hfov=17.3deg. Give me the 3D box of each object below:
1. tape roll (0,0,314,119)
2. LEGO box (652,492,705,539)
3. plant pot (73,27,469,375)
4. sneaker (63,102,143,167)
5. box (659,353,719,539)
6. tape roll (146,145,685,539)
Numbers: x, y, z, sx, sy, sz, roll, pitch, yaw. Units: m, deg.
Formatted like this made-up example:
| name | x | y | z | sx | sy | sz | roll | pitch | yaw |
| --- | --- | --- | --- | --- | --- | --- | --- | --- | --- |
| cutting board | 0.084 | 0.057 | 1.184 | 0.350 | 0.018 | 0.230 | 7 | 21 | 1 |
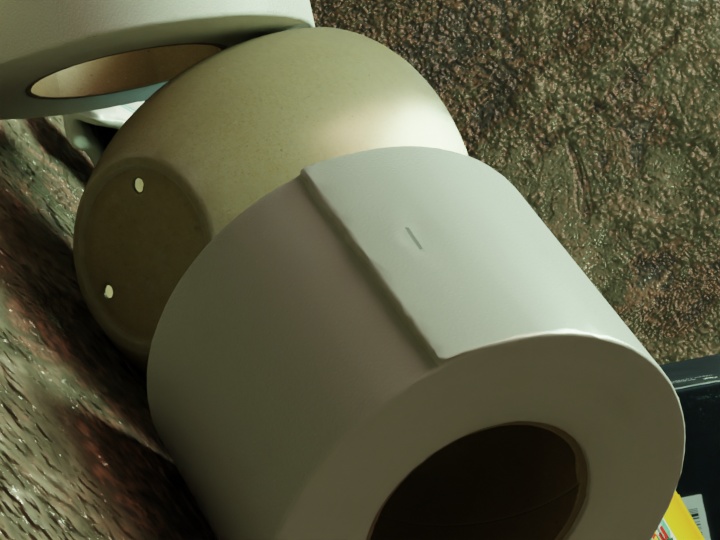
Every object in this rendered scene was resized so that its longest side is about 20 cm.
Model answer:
| name | x | y | z | sx | sy | sz | roll | pitch | yaw |
| --- | --- | --- | --- | --- | --- | --- | --- | --- | --- |
| tape roll | -0.123 | -0.119 | 1.209 | 0.203 | 0.201 | 0.037 | 12 | 64 | -77 |
| LEGO box | 0.132 | 0.187 | 1.232 | 0.150 | 0.077 | 0.200 | 60 | 22 | -1 |
| plant pot | -0.059 | -0.015 | 1.138 | 0.134 | 0.201 | 0.201 | -9 | 52 | -51 |
| sneaker | -0.109 | -0.040 | 1.411 | 0.200 | 0.070 | 0.080 | 46 | 27 | -17 |
| box | 0.211 | 0.169 | 1.595 | 0.198 | 0.122 | 0.202 | -23 | 101 | -83 |
| tape roll | 0.022 | 0.066 | 1.036 | 0.203 | 0.203 | 0.139 | 40 | 10 | -44 |
